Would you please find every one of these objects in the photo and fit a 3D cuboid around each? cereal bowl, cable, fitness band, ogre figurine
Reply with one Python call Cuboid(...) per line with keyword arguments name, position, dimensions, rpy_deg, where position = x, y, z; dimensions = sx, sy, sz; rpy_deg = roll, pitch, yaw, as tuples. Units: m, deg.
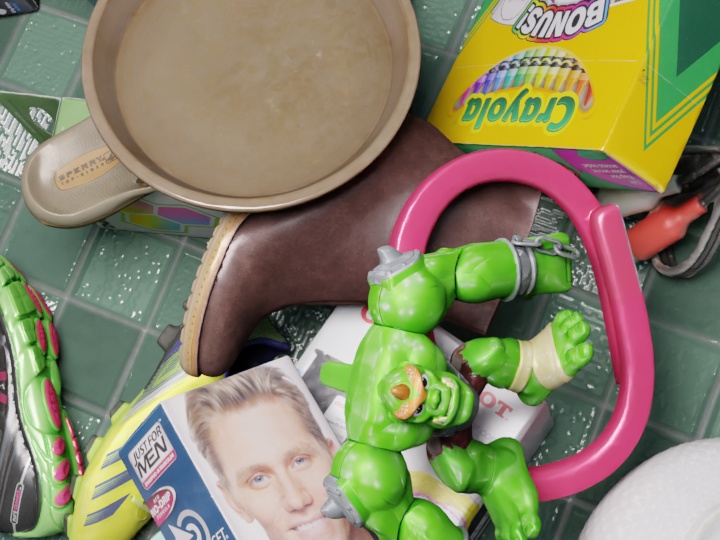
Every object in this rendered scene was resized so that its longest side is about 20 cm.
Cuboid(name="cereal bowl", position=(0.217, 0.184, 0.844), dimensions=(0.197, 0.084, 0.203), rpy_deg=(1, 64, -3))
Cuboid(name="cable", position=(0.213, -0.057, 0.907), dimensions=(0.050, 0.199, 0.098), rpy_deg=(-12, 79, -39))
Cuboid(name="fitness band", position=(0.091, 0.030, 0.863), dimensions=(0.142, 0.037, 0.203), rpy_deg=(-13, 91, -6))
Cuboid(name="ogre figurine", position=(0.045, 0.073, 0.798), dimensions=(0.119, 0.098, 0.202), rpy_deg=(14, 105, -23))

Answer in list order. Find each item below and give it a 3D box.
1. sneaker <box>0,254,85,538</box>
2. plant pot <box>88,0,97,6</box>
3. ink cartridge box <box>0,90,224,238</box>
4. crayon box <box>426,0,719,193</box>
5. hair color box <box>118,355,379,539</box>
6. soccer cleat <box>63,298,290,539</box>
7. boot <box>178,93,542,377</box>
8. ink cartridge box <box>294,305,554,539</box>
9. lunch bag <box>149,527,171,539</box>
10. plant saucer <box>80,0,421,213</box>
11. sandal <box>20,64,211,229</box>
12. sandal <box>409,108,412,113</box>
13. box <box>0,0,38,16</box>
Cuboid(name="sneaker", position=(-0.240, 0.079, 0.996), dimensions=(0.083, 0.077, 0.202), rpy_deg=(-17, 71, 5))
Cuboid(name="plant pot", position=(-0.138, -0.232, 1.029), dimensions=(0.198, 0.141, 0.142), rpy_deg=(28, 82, 21))
Cuboid(name="ink cartridge box", position=(-0.143, -0.066, 0.999), dimensions=(0.197, 0.104, 0.060), rpy_deg=(6, 76, 13))
Cuboid(name="crayon box", position=(0.139, -0.140, 0.924), dimensions=(0.058, 0.199, 0.174), rpy_deg=(31, 80, -27))
Cuboid(name="hair color box", position=(-0.038, 0.156, 0.827), dimensions=(0.201, 0.099, 0.061), rpy_deg=(57, 134, 15))
Cuboid(name="soccer cleat", position=(-0.118, 0.109, 0.969), dimensions=(0.083, 0.065, 0.202), rpy_deg=(29, 82, 15))
Cuboid(name="boot", position=(0.000, 0.000, 0.885), dimensions=(0.165, 0.072, 0.202), rpy_deg=(26, 81, 6))
Cuboid(name="ink cartridge box", position=(0.006, 0.126, 0.929), dimensions=(0.145, 0.083, 0.201), rpy_deg=(33, 84, 18))
Cuboid(name="lunch bag", position=(-0.115, 0.253, 0.874), dimensions=(0.199, 0.122, 0.171), rpy_deg=(-40, 87, 13))
Cuboid(name="plant saucer", position=(-0.063, -0.121, 0.880), dimensions=(0.197, 0.030, 0.203), rpy_deg=(-1, 67, 2))
Cuboid(name="sandal", position=(-0.124, -0.092, 0.919), dimensions=(0.198, 0.054, 0.081), rpy_deg=(-28, 71, 3))
Cuboid(name="sandal", position=(-0.002, -0.143, 1.019), dimensions=(0.074, 0.045, 0.203), rpy_deg=(-6, 88, -14))
Cuboid(name="box", position=(-0.308, -0.294, 1.078), dimensions=(0.113, 0.132, 0.203), rpy_deg=(-8, 73, 7))
